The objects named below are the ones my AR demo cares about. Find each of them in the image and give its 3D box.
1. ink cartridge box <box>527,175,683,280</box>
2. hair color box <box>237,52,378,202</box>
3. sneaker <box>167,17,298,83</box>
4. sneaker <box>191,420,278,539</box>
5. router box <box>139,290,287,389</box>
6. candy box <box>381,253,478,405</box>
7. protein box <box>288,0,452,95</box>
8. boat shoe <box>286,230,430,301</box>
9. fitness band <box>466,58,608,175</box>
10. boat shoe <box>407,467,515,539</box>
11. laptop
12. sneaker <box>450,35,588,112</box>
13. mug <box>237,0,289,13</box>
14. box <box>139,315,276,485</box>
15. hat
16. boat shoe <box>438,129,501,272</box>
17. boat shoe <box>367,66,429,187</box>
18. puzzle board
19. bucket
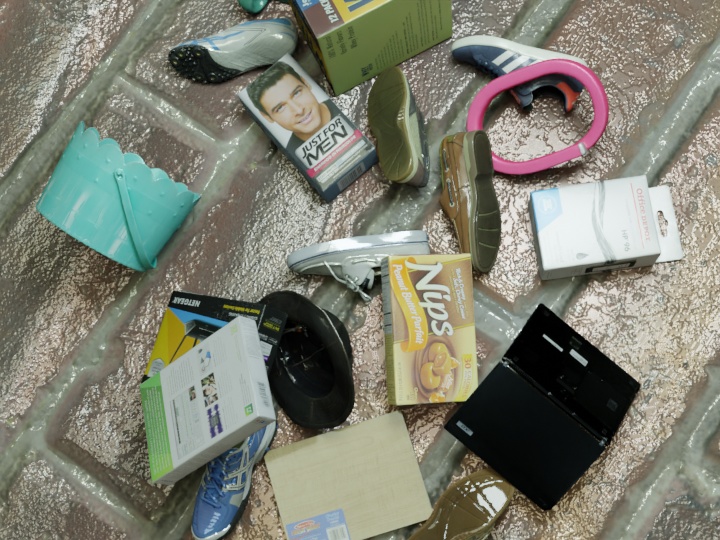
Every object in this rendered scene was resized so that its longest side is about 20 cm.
[{"bbox_3d":[0.340,-0.061,1.473,0.200,0.068,0.116,-9,76,3],"label":"ink cartridge box"},{"bbox_3d":[-0.076,-0.207,1.556,0.099,0.061,0.200,-40,75,-4],"label":"hair color box"},{"bbox_3d":[-0.189,-0.333,1.603,0.200,0.072,0.073,-9,41,10],"label":"sneaker"},{"bbox_3d":[-0.183,0.266,1.435,0.076,0.077,0.200,12,73,28],"label":"sneaker"},{"bbox_3d":[-0.200,0.112,1.445,0.200,0.051,0.149,6,74,43],"label":"router box"},{"bbox_3d":[0.093,0.079,1.443,0.115,0.055,0.200,-2,84,-12],"label":"candy box"},{"bbox_3d":[0.011,-0.383,1.519,0.200,0.199,0.135,-28,75,-1],"label":"protein box"},{"bbox_3d":[0.001,0.001,1.497,0.202,0.075,0.086,-7,79,-6],"label":"boat shoe"},{"bbox_3d":[0.244,-0.212,1.493,0.200,0.037,0.144,-17,96,27],"label":"fitness band"},{"bbox_3d":[0.122,0.339,1.408,0.200,0.063,0.073,-40,60,-8],"label":"boat shoe"},{"bbox_3d":[0.244,0.178,1.423,0.177,0.103,0.200,40,49,3],"label":"laptop"},{"bbox_3d":[0.221,-0.278,1.538,0.200,0.075,0.085,15,87,14],"label":"sneaker"},{"bbox_3d":[-0.103,-0.479,1.597,0.152,0.114,0.185,4,76,7],"label":"mug"},{"bbox_3d":[-0.199,0.167,1.361,0.200,0.036,0.144,-33,54,27],"label":"box"},{"bbox_3d":[-0.060,0.112,1.459,0.081,0.201,0.201,-24,69,-46],"label":"hat"},{"bbox_3d":[0.151,-0.095,1.508,0.068,0.072,0.200,-5,84,37],"label":"boat shoe"},{"bbox_3d":[0.059,-0.202,1.540,0.072,0.066,0.201,-28,52,29],"label":"boat shoe"},{"bbox_3d":[-0.017,0.290,1.452,0.200,0.017,0.151,-18,76,2],"label":"puzzle board"},{"bbox_3d":[-0.338,-0.098,1.489,0.207,0.207,0.135,32,91,12],"label":"bucket"}]
